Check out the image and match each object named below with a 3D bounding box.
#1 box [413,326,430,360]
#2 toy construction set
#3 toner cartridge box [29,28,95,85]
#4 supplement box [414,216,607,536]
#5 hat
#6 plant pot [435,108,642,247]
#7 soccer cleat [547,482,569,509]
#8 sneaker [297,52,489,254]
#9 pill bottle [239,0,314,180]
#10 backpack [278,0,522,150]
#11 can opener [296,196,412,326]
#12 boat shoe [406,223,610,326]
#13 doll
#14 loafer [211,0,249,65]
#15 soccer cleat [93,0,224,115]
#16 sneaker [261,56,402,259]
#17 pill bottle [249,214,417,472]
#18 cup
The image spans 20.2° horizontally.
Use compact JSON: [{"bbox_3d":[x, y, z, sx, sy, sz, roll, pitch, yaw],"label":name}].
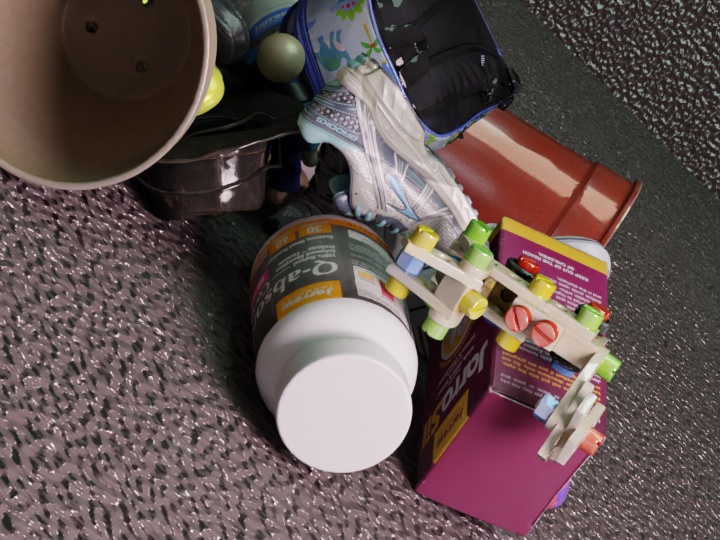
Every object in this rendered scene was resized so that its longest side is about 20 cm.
[{"bbox_3d":[0.119,0.072,1.806,0.200,0.068,0.082,39,18,-19],"label":"box"},{"bbox_3d":[0.112,0.041,1.432,0.200,0.092,0.131,48,17,7],"label":"toy construction set"},{"bbox_3d":[-0.256,-0.195,1.591,0.095,0.043,0.200,35,20,-28],"label":"toner cartridge box"},{"bbox_3d":[0.119,0.081,1.570,0.103,0.131,0.201,23,39,-13],"label":"supplement box"},{"bbox_3d":[-0.118,-0.079,1.553,0.201,0.199,0.082,-70,154,-71],"label":"hat"},{"bbox_3d":[0.141,-0.063,1.996,0.195,0.201,0.201,36,17,1],"label":"plant pot"},{"bbox_3d":[0.161,0.101,1.721,0.076,0.067,0.202,-4,71,-22],"label":"soccer cleat"},{"bbox_3d":[0.023,-0.063,1.509,0.201,0.086,0.078,55,0,-23],"label":"sneaker"},{"bbox_3d":[-0.055,-0.181,1.905,0.114,0.114,0.200,34,20,-31],"label":"pill bottle"},{"bbox_3d":[0.020,-0.181,1.720,0.184,0.146,0.200,65,28,-10],"label":"backpack"},{"bbox_3d":[0.000,0.000,1.695,0.053,0.067,0.201,30,29,-42],"label":"can opener"},{"bbox_3d":[0.109,-0.009,1.682,0.074,0.198,0.067,58,28,-50],"label":"boat shoe"},{"bbox_3d":[-0.075,-0.135,1.689,0.137,0.048,0.200,50,-19,16],"label":"doll"},{"bbox_3d":[-0.143,-0.232,1.646,0.070,0.068,0.200,-21,44,-29],"label":"loafer"},{"bbox_3d":[-0.167,-0.185,1.555,0.200,0.064,0.084,50,-16,44],"label":"soccer cleat"},{"bbox_3d":[-0.023,-0.065,1.574,0.075,0.115,0.201,48,-29,41],"label":"sneaker"},{"bbox_3d":[-0.020,0.051,1.452,0.116,0.116,0.200,38,18,-22],"label":"pill bottle"},{"bbox_3d":[-0.185,-0.167,1.432,0.200,0.200,0.143,45,15,0],"label":"cup"}]
